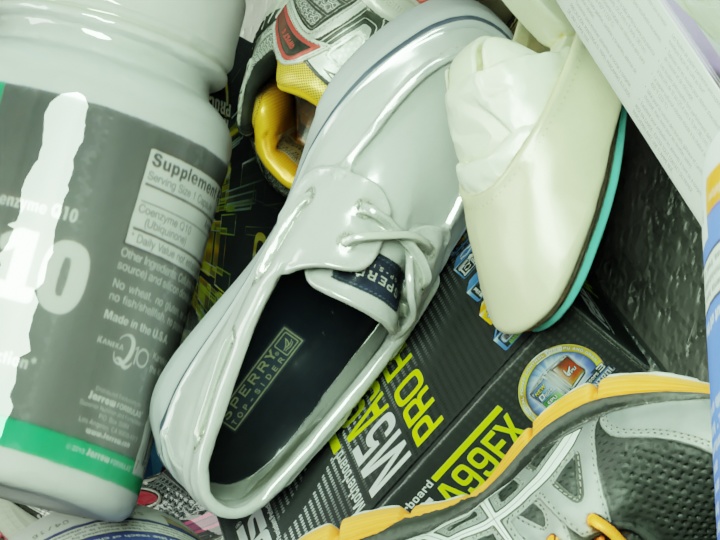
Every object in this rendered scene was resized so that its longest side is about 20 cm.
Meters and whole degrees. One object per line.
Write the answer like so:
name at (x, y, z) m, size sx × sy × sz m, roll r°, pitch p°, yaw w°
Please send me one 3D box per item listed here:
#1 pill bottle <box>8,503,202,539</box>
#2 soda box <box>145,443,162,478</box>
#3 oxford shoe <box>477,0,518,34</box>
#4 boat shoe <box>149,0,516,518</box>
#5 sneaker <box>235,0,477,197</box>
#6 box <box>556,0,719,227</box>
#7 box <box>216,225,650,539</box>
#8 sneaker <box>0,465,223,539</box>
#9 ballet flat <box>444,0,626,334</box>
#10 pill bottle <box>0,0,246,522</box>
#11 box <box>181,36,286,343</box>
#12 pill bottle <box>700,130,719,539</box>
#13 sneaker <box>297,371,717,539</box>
pill bottle at (-0.074, 0.163, 1.039) m, size 0.200 × 0.110 × 0.112 m, roll -141°, pitch 62°, yaw -68°
soda box at (-0.096, 0.115, 1.419) m, size 0.064 × 0.067 × 0.201 m, roll -113°, pitch 37°, yaw -56°
oxford shoe at (0.017, -0.117, 1.185) m, size 0.200 × 0.074 × 0.071 m, roll 165°, pitch 119°, yaw -68°
boat shoe at (0.000, 0.000, 1.016) m, size 0.201 × 0.073 × 0.065 m, roll -61°, pitch 23°, yaw 8°
sneaker at (-0.019, -0.066, 1.121) m, size 0.082 × 0.078 × 0.200 m, roll -54°, pitch -3°, yaw -18°
box at (0.108, -0.057, 0.895) m, size 0.200 × 0.038 × 0.042 m, roll 61°, pitch 140°, yaw 37°
box at (0.013, 0.042, 1.064) m, size 0.160 × 0.044 × 0.200 m, roll -47°, pitch 23°, yaw 10°
sneaker at (-0.085, 0.113, 1.319) m, size 0.199 × 0.080 × 0.075 m, roll 10°, pitch 85°, yaw 36°
ballet flat at (0.062, -0.075, 0.983) m, size 0.069 × 0.069 × 0.201 m, roll -43°, pitch 25°, yaw 60°
pill bottle at (-0.112, -0.017, 1.072) m, size 0.113 × 0.112 × 0.201 m, roll 168°, pitch 118°, yaw -69°
box at (-0.062, -0.014, 1.228) m, size 0.200 × 0.049 × 0.162 m, roll 23°, pitch -107°, yaw -64°
pill bottle at (0.142, 0.059, 0.714) m, size 0.112 × 0.111 × 0.201 m, roll 136°, pitch 138°, yaw -60°
sneaker at (0.052, 0.101, 0.910) m, size 0.199 × 0.078 × 0.077 m, roll -31°, pitch 23°, yaw 27°
